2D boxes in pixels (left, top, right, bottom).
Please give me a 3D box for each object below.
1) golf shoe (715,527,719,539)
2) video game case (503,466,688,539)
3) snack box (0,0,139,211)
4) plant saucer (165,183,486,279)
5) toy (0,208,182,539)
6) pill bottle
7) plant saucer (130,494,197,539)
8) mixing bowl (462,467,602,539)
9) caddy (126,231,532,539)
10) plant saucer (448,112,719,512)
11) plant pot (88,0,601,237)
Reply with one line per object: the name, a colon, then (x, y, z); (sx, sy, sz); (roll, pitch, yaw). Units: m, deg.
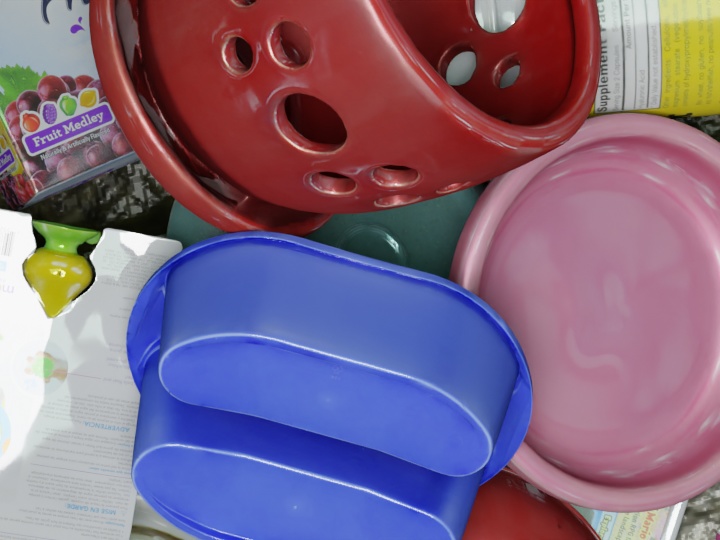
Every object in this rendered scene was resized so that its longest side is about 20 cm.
golf shoe: (0.246, 0.128, 1.493); (0.091, 0.075, 0.201); (17, 107, -32)
video game case: (0.069, 0.143, 1.514); (0.181, 0.024, 0.201); (19, 88, -1)
snack box: (-0.114, -0.134, 1.469); (0.200, 0.053, 0.143); (-25, 88, -25)
plant saucer: (0.000, 0.000, 1.467); (0.199, 0.036, 0.201); (8, 70, -21)
toy: (-0.163, 0.072, 1.426); (0.115, 0.047, 0.201); (10, 97, -10)
pill bottle: (0.138, -0.132, 1.476); (0.199, 0.111, 0.112); (-4, 89, -1)
plant saucer: (-0.136, 0.208, 1.486); (0.199, 0.050, 0.201); (-1, 93, -14)
mixing bowl: (0.051, 0.199, 1.439); (0.199, 0.108, 0.201); (0, 92, -6)
caddy: (-0.018, 0.061, 1.372); (0.199, 0.105, 0.142); (16, 126, -2)
plant saucer: (0.128, 0.021, 1.463); (0.200, 0.051, 0.201); (0, 91, -26)
plant pot: (-0.013, -0.116, 1.355); (0.182, 0.200, 0.201); (-26, 89, 34)
